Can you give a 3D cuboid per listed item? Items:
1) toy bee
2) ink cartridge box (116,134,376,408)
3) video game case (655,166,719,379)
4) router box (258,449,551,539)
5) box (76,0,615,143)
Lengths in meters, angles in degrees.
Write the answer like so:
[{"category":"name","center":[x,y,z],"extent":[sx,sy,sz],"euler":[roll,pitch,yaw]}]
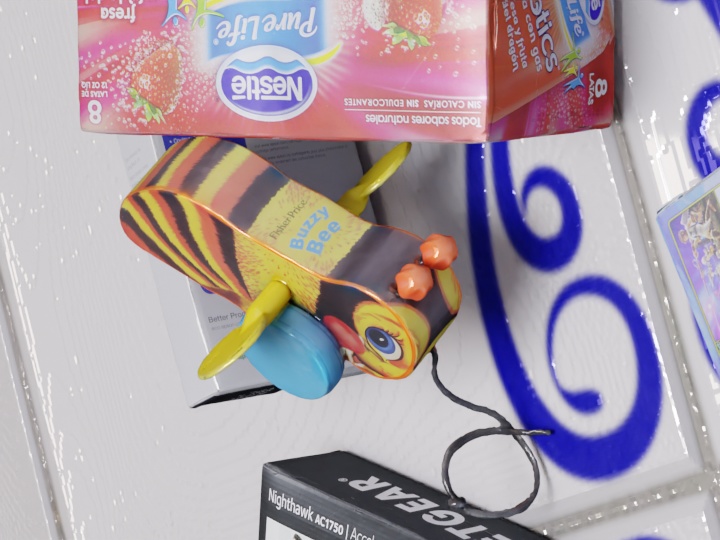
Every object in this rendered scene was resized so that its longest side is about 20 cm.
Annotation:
[{"category":"toy bee","center":[0.000,0.000,1.211],"extent":[0.109,0.199,0.132],"euler":[116,171,-59]},{"category":"ink cartridge box","center":[-0.051,-0.047,1.308],"extent":[0.039,0.099,0.201],"euler":[-28,73,60]},{"category":"video game case","center":[0.202,0.029,1.030],"extent":[0.181,0.045,0.201],"euler":[-38,67,48]},{"category":"router box","center":[0.029,0.175,1.287],"extent":[0.199,0.051,0.150],"euler":[20,111,50]},{"category":"box","center":[-0.007,-0.101,1.190],"extent":[0.199,0.099,0.096],"euler":[3,97,34]}]
